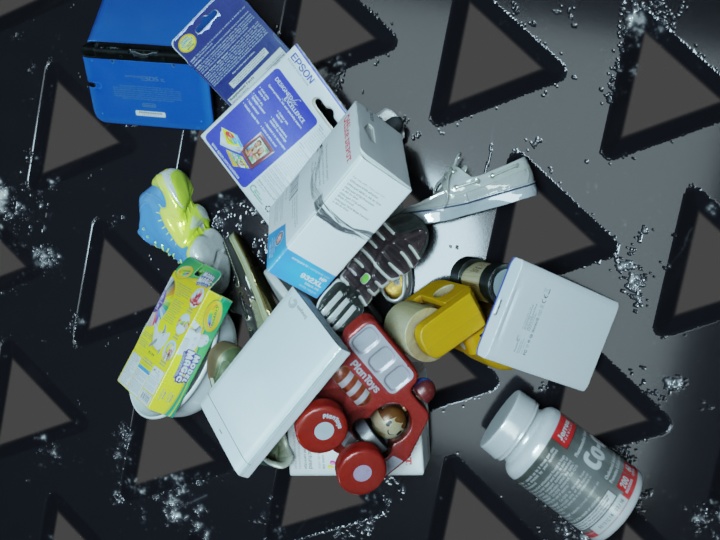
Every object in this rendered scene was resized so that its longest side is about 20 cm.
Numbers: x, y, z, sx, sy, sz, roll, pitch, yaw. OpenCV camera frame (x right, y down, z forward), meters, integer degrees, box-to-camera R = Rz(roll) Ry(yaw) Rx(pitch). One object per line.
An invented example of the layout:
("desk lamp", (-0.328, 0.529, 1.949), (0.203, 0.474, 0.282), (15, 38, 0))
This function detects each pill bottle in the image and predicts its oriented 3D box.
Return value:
("pill bottle", (0.272, 0.262, 1.060), (0.199, 0.114, 0.115), (36, 98, 6))

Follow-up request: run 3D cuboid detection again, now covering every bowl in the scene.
("bowl", (-0.244, 0.130, 1.136), (0.199, 0.090, 0.204), (-23, 52, 32))

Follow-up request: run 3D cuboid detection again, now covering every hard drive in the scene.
("hard drive", (-0.111, 0.135, 0.962), (0.201, 0.027, 0.132), (-50, 47, 8))
("hard drive", (0.253, 0.076, 1.033), (0.198, 0.025, 0.134), (20, 92, -33))

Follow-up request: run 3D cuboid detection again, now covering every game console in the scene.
("game console", (-0.306, -0.322, 1.181), (0.196, 0.119, 0.173), (6, 125, 10))

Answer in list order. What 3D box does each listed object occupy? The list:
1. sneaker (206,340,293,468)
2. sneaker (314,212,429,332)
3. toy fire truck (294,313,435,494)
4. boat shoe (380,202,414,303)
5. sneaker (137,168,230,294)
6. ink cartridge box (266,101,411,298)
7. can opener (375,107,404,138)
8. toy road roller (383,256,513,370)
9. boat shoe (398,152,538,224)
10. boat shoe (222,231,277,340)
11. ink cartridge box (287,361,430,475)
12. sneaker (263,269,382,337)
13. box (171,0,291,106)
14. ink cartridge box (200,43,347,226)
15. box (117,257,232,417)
("sneaker", (-0.141, 0.190, 1.062), (0.089, 0.067, 0.203), (16, 130, 41))
("sneaker", (0.000, 0.000, 1.053), (0.200, 0.115, 0.076), (-43, 100, -18))
("toy fire truck", (0.008, 0.174, 0.998), (0.167, 0.112, 0.201), (-39, 112, 5))
("boat shoe", (0.031, -0.051, 1.108), (0.070, 0.070, 0.204), (-11, 91, 10))
("sneaker", (-0.272, -0.047, 1.172), (0.104, 0.075, 0.203), (-22, 89, 29))
("ink cartridge box", (-0.031, -0.090, 0.986), (0.083, 0.146, 0.200), (30, 120, -23))
("can opener", (-0.026, -0.165, 1.114), (0.198, 0.067, 0.054), (-32, 87, 10))
("toy road roller", (0.145, 0.081, 1.053), (0.198, 0.123, 0.148), (-30, 104, -15))
("boat shoe", (0.143, -0.120, 1.084), (0.199, 0.075, 0.088), (-15, 91, 8))
("boat shoe", (-0.165, 0.046, 1.147), (0.065, 0.072, 0.203), (-24, 93, 5))
("ink cartridge box", (-0.002, 0.214, 1.120), (0.196, 0.084, 0.148), (-3, 93, 10))
("sneaker", (-0.050, 0.043, 1.135), (0.200, 0.071, 0.099), (41, 77, 19))
("box", (-0.158, -0.291, 1.105), (0.121, 0.033, 0.200), (-41, 116, 9))
("ink cartridge box", (-0.094, -0.173, 1.087), (0.199, 0.047, 0.199), (-36, 93, 20))
("box", (-0.252, 0.086, 1.068), (0.117, 0.048, 0.202), (20, 83, 50))
